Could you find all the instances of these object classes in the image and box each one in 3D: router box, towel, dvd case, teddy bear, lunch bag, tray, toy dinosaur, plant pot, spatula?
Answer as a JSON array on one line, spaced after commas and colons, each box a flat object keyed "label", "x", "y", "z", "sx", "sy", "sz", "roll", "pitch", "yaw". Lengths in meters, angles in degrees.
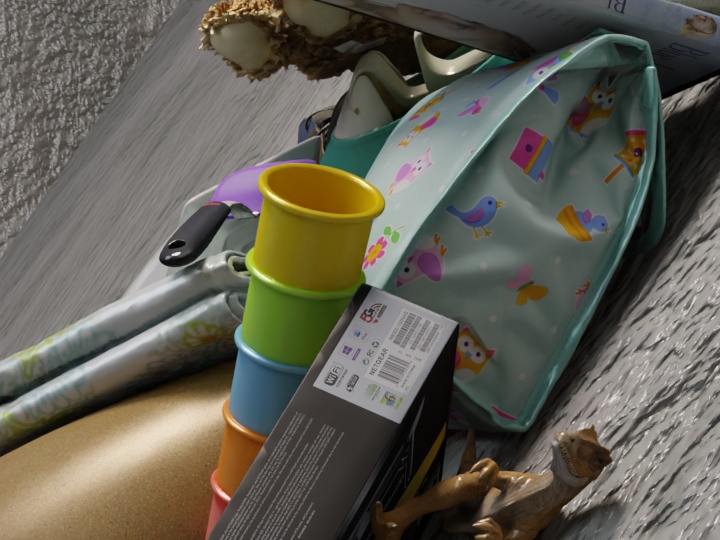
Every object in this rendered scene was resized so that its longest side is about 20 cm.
[{"label": "router box", "x": -0.023, "y": 0.130, "z": 1.219, "sx": 0.200, "sy": 0.052, "sz": 0.157, "roll": -58, "pitch": -16, "yaw": -33}, {"label": "towel", "x": -0.113, "y": 0.053, "z": 1.461, "sx": 0.200, "sy": 0.048, "sz": 0.171, "roll": -27, "pitch": -18, "yaw": 18}, {"label": "dvd case", "x": 0.085, "y": -0.129, "z": 1.368, "sx": 0.143, "sy": 0.199, "sz": 0.018, "roll": 157, "pitch": 128, "yaw": -74}, {"label": "teddy bear", "x": -0.007, "y": -0.150, "z": 1.522, "sx": 0.200, "sy": 0.067, "sz": 0.145, "roll": -13, "pitch": -13, "yaw": -41}, {"label": "lunch bag", "x": 0.067, "y": -0.025, "z": 1.358, "sx": 0.200, "sy": 0.122, "sz": 0.170, "roll": -59, "pitch": 13, "yaw": -11}, {"label": "tray", "x": -0.076, "y": 0.012, "z": 1.616, "sx": 0.107, "sy": 0.022, "sz": 0.200, "roll": -30, "pitch": -27, "yaw": -36}, {"label": "toy dinosaur", "x": 0.053, "y": 0.109, "z": 1.202, "sx": 0.106, "sy": 0.061, "sz": 0.200, "roll": -25, "pitch": 1, "yaw": -21}, {"label": "plant pot", "x": -0.095, "y": 0.136, "z": 1.397, "sx": 0.200, "sy": 0.187, "sz": 0.186, "roll": -37, "pitch": 11, "yaw": -5}, {"label": "spatula", "x": -0.072, "y": -0.030, "z": 1.443, "sx": 0.056, "sy": 0.021, "sz": 0.200, "roll": -6, "pitch": 11, "yaw": 16}]

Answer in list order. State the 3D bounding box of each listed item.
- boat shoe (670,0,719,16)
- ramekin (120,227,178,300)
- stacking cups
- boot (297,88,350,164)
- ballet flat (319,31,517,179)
[{"label": "boat shoe", "x": 0.123, "y": -0.163, "z": 1.402, "sx": 0.072, "sy": 0.199, "sz": 0.068, "roll": 71, "pitch": -156, "yaw": -69}, {"label": "ramekin", "x": -0.103, "y": 0.030, "z": 1.878, "sx": 0.202, "sy": 0.094, "sz": 0.202, "roll": -48, "pitch": 13, "yaw": 14}, {"label": "stacking cups", "x": -0.039, "y": 0.053, "z": 1.267, "sx": 0.061, "sy": 0.060, "sz": 0.201, "roll": -82, "pitch": 5, "yaw": -68}, {"label": "boot", "x": -0.012, "y": -0.076, "z": 1.641, "sx": 0.075, "sy": 0.097, "sz": 0.200, "roll": -28, "pitch": -26, "yaw": -12}, {"label": "ballet flat", "x": 0.038, "y": -0.102, "z": 1.498, "sx": 0.200, "sy": 0.070, "sz": 0.067, "roll": -29, "pitch": 21, "yaw": 23}]
